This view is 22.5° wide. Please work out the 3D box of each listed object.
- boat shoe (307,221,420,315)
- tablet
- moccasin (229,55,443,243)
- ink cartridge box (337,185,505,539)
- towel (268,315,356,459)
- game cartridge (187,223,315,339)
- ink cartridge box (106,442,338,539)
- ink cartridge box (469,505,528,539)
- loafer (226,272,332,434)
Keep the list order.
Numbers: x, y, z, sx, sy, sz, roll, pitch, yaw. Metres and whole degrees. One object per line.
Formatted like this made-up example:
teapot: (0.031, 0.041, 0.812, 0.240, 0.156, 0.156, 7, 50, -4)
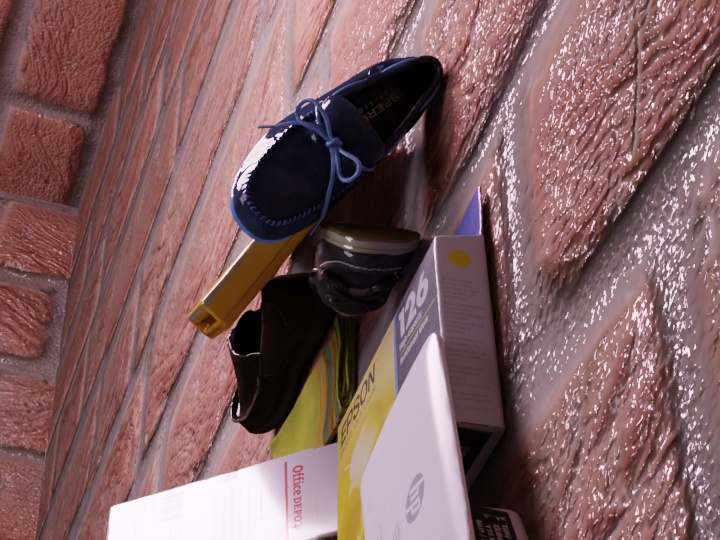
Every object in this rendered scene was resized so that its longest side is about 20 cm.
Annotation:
boat shoe: (-0.001, 0.000, 1.300, 0.201, 0.071, 0.067, -167, 84, -81)
tablet: (0.028, 0.141, 0.998, 0.201, 0.014, 0.131, -97, 25, -53)
moccasin: (-0.017, -0.099, 1.268, 0.200, 0.081, 0.068, -49, 9, -34)
ink cartridge box: (0.032, 0.079, 1.147, 0.198, 0.047, 0.201, 115, 159, -43)
towel: (-0.042, 0.124, 1.451, 0.200, 0.018, 0.087, 118, 160, -49)
game cartridge: (-0.056, -0.033, 1.408, 0.200, 0.032, 0.176, -48, 3, -9)
ink cartridge box: (-0.076, 0.196, 1.272, 0.116, 0.199, 0.067, -96, -12, -62)
ink cartridge box: (0.054, 0.254, 0.913, 0.198, 0.043, 0.201, -108, 32, -63)
loafer: (-0.082, 0.064, 1.547, 0.201, 0.071, 0.073, 116, 161, -44)
